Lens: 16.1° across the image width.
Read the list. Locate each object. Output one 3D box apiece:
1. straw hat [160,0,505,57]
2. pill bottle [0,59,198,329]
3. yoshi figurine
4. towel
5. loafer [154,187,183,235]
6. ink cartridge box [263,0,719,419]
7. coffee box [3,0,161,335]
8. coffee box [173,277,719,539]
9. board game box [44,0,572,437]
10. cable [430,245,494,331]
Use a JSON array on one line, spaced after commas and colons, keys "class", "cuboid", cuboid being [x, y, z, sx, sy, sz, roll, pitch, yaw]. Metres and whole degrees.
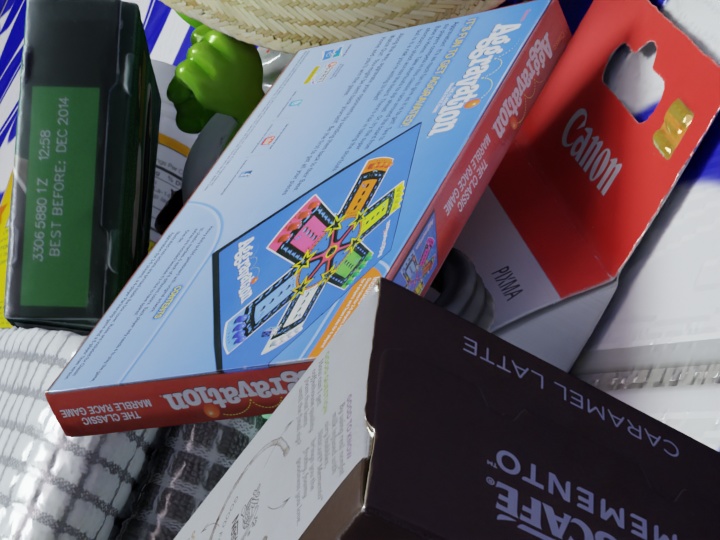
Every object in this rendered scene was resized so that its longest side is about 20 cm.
[{"class": "straw hat", "cuboid": [-0.017, -0.175, 0.878, 0.085, 0.201, 0.201, 58, -128, -69]}, {"class": "pill bottle", "cuboid": [-0.120, 0.000, 1.179, 0.109, 0.109, 0.200, -44, 25, 50]}, {"class": "yoshi figurine", "cuboid": [-0.048, -0.064, 0.960, 0.112, 0.112, 0.200, 25, 101, 36]}, {"class": "towel", "cuboid": [-0.113, 0.110, 0.885, 0.166, 0.086, 0.200, -68, 18, -10]}, {"class": "loafer", "cuboid": [-0.022, -0.061, 1.035, 0.200, 0.071, 0.073, -55, 19, 29]}, {"class": "ink cartridge box", "cuboid": [0.033, -0.004, 0.828, 0.200, 0.050, 0.161, -62, 16, 13]}, {"class": "coffee box", "cuboid": [-0.106, -0.028, 0.994, 0.200, 0.044, 0.123, 114, 160, -85]}, {"class": "coffee box", "cuboid": [-0.001, 0.113, 0.636, 0.200, 0.114, 0.080, -53, 19, 34]}, {"class": "board game box", "cuboid": [-0.010, -0.020, 0.792, 0.103, 0.019, 0.200, -10, 30, 31]}, {"class": "cable", "cuboid": [0.000, 0.000, 0.825, 0.097, 0.050, 0.200, -36, 28, -20]}]
